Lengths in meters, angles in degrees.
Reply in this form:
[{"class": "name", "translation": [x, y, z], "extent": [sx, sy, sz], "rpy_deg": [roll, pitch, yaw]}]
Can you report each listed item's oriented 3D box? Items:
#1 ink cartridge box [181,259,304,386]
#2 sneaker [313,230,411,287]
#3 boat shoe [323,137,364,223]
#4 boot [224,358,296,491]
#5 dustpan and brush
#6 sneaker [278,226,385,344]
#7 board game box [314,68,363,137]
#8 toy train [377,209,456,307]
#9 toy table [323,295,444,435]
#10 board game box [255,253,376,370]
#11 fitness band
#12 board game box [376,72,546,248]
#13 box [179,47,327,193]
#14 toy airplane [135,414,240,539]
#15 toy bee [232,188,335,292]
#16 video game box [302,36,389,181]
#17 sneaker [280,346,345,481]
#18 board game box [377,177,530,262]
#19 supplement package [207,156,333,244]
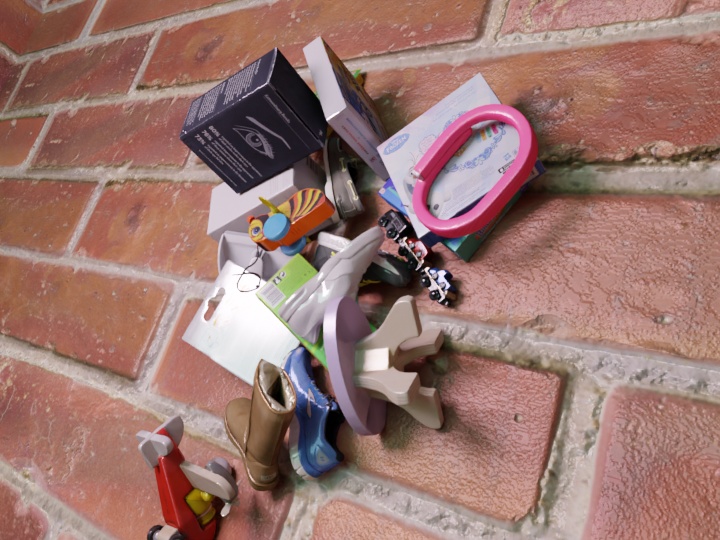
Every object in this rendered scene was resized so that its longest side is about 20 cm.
[{"class": "ink cartridge box", "translation": [-0.180, 0.097, 1.064], "extent": [0.199, 0.050, 0.163], "rpy_deg": [27, 84, 24]}, {"class": "sneaker", "translation": [0.000, 0.000, 1.019], "extent": [0.199, 0.074, 0.085], "rpy_deg": [24, 99, 43]}, {"class": "boat shoe", "translation": [-0.031, -0.167, 1.122], "extent": [0.060, 0.072, 0.203], "rpy_deg": [-12, 50, 6]}, {"class": "boot", "translation": [-0.148, 0.204, 0.938], "extent": [0.175, 0.066, 0.201], "rpy_deg": [52, 142, 38]}, {"class": "dustpan and brush", "translation": [-0.190, 0.042, 1.118], "extent": [0.057, 0.138, 0.202], "rpy_deg": [-107, 26, -72]}, {"class": "sneaker", "translation": [-0.024, 0.024, 0.941], "extent": [0.200, 0.075, 0.089], "rpy_deg": [-44, 87, 5]}, {"class": "board game box", "translation": [-0.066, -0.318, 1.222], "extent": [0.095, 0.030, 0.201], "rpy_deg": [-2, 49, 35]}, {"class": "toy train", "translation": [0.089, -0.024, 0.967], "extent": [0.046, 0.034, 0.201], "rpy_deg": [-43, 54, 15]}, {"class": "toy table", "translation": [0.037, 0.127, 0.852], "extent": [0.116, 0.201, 0.184], "rpy_deg": [-9, 27, 24]}, {"class": "board game box", "translation": [-0.064, 0.072, 0.983], "extent": [0.095, 0.030, 0.200], "rpy_deg": [-43, 68, -11]}, {"class": "fitness band", "translation": [0.153, -0.139, 0.876], "extent": [0.200, 0.037, 0.144], "rpy_deg": [-50, 51, 6]}, {"class": "board game box", "translation": [0.142, -0.167, 0.947], "extent": [0.199, 0.043, 0.200], "rpy_deg": [-33, 54, 17]}, {"class": "box", "translation": [-0.174, -0.244, 1.052], "extent": [0.199, 0.148, 0.105], "rpy_deg": [-22, 43, 25]}, {"class": "toy airplane", "translation": [-0.269, 0.321, 0.989], "extent": [0.200, 0.140, 0.200], "rpy_deg": [47, 130, 28]}, {"class": "toy bee", "translation": [-0.144, -0.075, 1.046], "extent": [0.199, 0.131, 0.109], "rpy_deg": [-28, 48, -13]}, {"class": "video game box", "translation": [-0.014, -0.278, 1.091], "extent": [0.047, 0.182, 0.201], "rpy_deg": [-29, 53, 16]}, {"class": "sneaker", "translation": [-0.065, 0.207, 0.954], "extent": [0.089, 0.079, 0.201], "rpy_deg": [-22, 61, 12]}, {"class": "board game box", "translation": [0.140, -0.128, 0.989], "extent": [0.152, 0.045, 0.200], "rpy_deg": [-51, 49, 3]}, {"class": "supplement package", "translation": [-0.163, -0.118, 1.150], "extent": [0.199, 0.121, 0.120], "rpy_deg": [-25, 47, 23]}]
